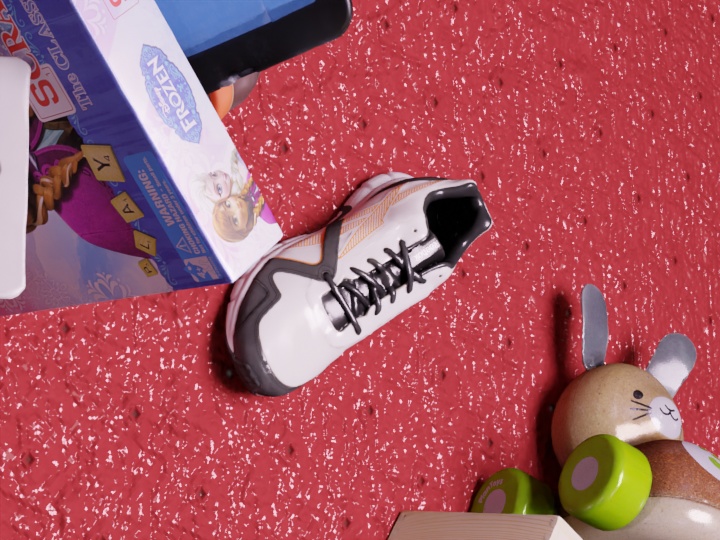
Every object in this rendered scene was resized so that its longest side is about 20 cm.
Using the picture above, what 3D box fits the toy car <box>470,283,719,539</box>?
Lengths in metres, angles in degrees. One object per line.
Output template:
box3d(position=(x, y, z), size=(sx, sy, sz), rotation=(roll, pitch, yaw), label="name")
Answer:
box3d(position=(0.183, 0.110, 1.060), size=(0.164, 0.158, 0.200), rotation=(30, 53, -27), label="toy car")

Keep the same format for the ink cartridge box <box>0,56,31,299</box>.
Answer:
box3d(position=(-0.229, -0.023, 0.619), size=(0.200, 0.068, 0.115), rotation=(1, 60, -10), label="ink cartridge box")

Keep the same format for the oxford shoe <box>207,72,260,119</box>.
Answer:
box3d(position=(-0.108, -0.176, 0.856), size=(0.073, 0.071, 0.200), rotation=(-44, 124, -48), label="oxford shoe")

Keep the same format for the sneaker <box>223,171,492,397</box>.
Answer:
box3d(position=(0.000, 0.000, 0.928), size=(0.200, 0.080, 0.074), rotation=(-45, 118, -36), label="sneaker")

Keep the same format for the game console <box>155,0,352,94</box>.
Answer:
box3d(position=(-0.133, -0.159, 0.764), size=(0.176, 0.116, 0.200), rotation=(-36, 107, -30), label="game console")

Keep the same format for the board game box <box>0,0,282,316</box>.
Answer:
box3d(position=(-0.156, -0.076, 0.695), size=(0.041, 0.199, 0.200), rotation=(-46, 116, -40), label="board game box")

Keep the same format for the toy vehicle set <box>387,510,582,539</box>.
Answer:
box3d(position=(0.121, 0.215, 0.989), size=(0.200, 0.124, 0.027), rotation=(47, 55, -30), label="toy vehicle set")
